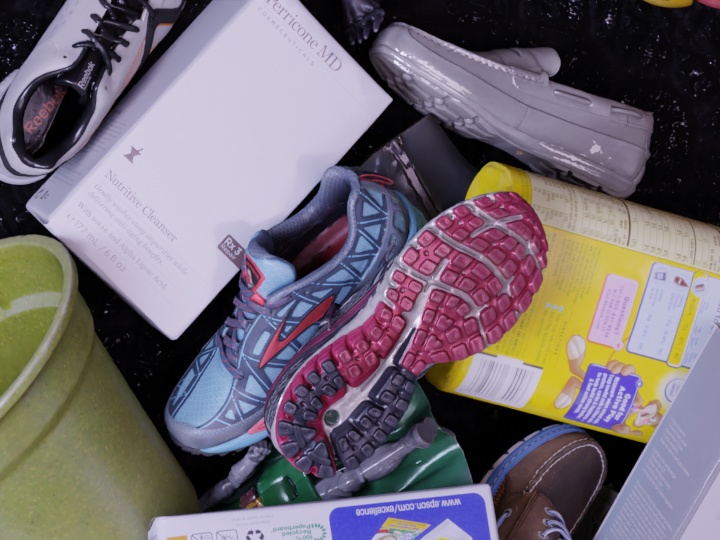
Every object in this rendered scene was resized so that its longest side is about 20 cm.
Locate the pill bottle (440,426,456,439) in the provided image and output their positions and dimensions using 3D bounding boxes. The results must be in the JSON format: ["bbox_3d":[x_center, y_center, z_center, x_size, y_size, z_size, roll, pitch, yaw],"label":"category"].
[{"bbox_3d":[0.022,0.201,1.539,0.110,0.111,0.202,-4,100,-17],"label":"pill bottle"}]

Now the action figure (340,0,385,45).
[{"bbox_3d":[-0.029,-0.240,1.461,0.119,0.102,0.200,-37,109,3],"label":"action figure"}]

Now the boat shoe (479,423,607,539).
[{"bbox_3d":[0.095,0.174,1.477,0.200,0.072,0.072,-48,126,-25],"label":"boat shoe"}]

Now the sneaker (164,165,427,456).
[{"bbox_3d":[-0.054,0.017,1.445,0.200,0.079,0.096,-49,139,-4],"label":"sneaker"}]

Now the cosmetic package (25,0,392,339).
[{"bbox_3d":[-0.091,-0.071,1.476,0.113,0.081,0.200,43,85,-19],"label":"cosmetic package"}]

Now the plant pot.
[{"bbox_3d":[-0.193,0.114,1.429,0.200,0.200,0.184,-43,120,-7],"label":"plant pot"}]

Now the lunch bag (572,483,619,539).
[{"bbox_3d":[0.186,0.248,1.595,0.199,0.117,0.165,32,84,-24],"label":"lunch bag"}]

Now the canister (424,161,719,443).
[{"bbox_3d":[0.150,0.026,1.491,0.199,0.087,0.150,15,97,-19],"label":"canister"}]

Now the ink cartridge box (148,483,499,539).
[{"bbox_3d":[-0.009,0.228,1.374,0.196,0.047,0.202,-4,75,-14],"label":"ink cartridge box"}]

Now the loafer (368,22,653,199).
[{"bbox_3d":[0.096,-0.111,1.542,0.199,0.070,0.070,26,80,-24],"label":"loafer"}]

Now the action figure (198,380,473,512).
[{"bbox_3d":[-0.040,0.133,1.478,0.200,0.055,0.119,-38,69,22],"label":"action figure"}]

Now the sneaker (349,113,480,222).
[{"bbox_3d":[0.000,0.000,1.531,0.200,0.075,0.106,-42,95,-7],"label":"sneaker"}]

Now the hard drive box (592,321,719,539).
[{"bbox_3d":[0.239,0.154,1.469,0.155,0.077,0.201,21,107,-25],"label":"hard drive box"}]

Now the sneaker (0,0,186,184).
[{"bbox_3d":[-0.151,-0.134,1.449,0.073,0.080,0.201,32,87,-18],"label":"sneaker"}]

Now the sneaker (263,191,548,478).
[{"bbox_3d":[0.020,0.026,1.399,0.200,0.075,0.081,-41,110,-4],"label":"sneaker"}]

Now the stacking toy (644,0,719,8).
[{"bbox_3d":[0.206,-0.209,1.546,0.198,0.146,0.147,-16,104,4],"label":"stacking toy"}]
